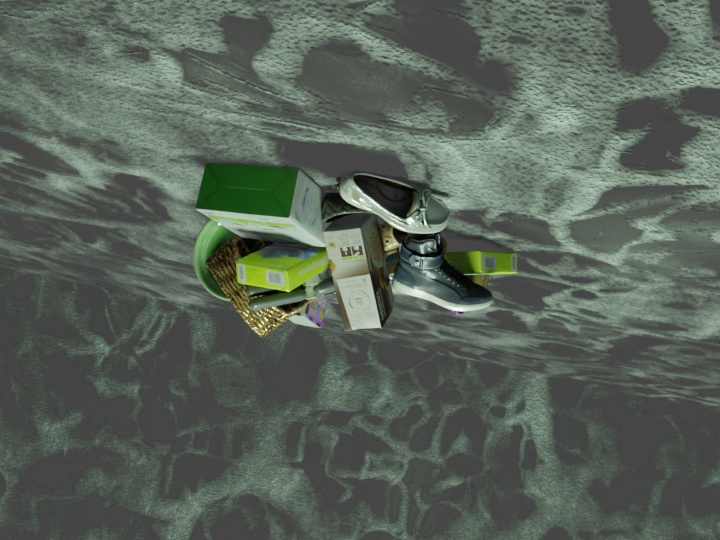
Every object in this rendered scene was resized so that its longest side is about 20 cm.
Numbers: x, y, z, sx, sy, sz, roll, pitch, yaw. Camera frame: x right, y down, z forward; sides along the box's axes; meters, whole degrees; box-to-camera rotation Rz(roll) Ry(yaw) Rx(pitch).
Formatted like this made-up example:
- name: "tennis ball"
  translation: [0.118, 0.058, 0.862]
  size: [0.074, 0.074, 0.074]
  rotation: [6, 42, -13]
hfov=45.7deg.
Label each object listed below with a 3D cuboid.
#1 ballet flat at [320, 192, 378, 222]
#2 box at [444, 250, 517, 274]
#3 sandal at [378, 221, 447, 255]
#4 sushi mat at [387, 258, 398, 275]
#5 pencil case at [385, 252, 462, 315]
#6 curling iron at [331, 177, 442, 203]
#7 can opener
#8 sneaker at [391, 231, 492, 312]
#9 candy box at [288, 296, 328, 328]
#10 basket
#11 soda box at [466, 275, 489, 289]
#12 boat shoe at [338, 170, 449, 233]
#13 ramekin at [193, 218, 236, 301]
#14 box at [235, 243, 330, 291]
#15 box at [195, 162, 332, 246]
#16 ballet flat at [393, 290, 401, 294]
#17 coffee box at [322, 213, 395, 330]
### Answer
- name: "ballet flat"
  translation: [0.020, -0.105, 1.529]
  size: [0.198, 0.058, 0.066]
  rotation: [8, -174, 28]
- name: "box"
  translation: [0.207, -0.015, 1.755]
  size: [0.121, 0.048, 0.199]
  rotation: [1, 178, -42]
- name: "sandal"
  translation: [0.070, -0.073, 1.687]
  size: [0.209, 0.078, 0.070]
  rotation: [5, 136, -2]
- name: "sushi mat"
  translation: [0.016, 0.009, 1.791]
  size: [0.198, 0.012, 0.095]
  rotation: [-15, -165, -27]
- name: "pencil case"
  translation: [0.147, 0.029, 1.890]
  size: [0.198, 0.092, 0.086]
  rotation: [20, 134, 25]
- name: "curling iron"
  translation: [0.047, -0.134, 1.471]
  size: [0.198, 0.026, 0.050]
  rotation: [9, -169, -10]
- name: "can opener"
  translation: [-0.121, 0.031, 1.656]
  size: [0.198, 0.054, 0.067]
  rotation: [-11, 169, -24]
- name: "sneaker"
  translation: [0.166, -0.008, 1.632]
  size: [0.200, 0.147, 0.077]
  rotation: [14, -147, 7]
- name: "candy box"
  translation: [-0.113, 0.014, 1.897]
  size: [0.071, 0.202, 0.168]
  rotation: [10, 169, 11]
- name: "basket"
  translation: [-0.196, 0.012, 1.728]
  size: [0.201, 0.148, 0.143]
  rotation: [54, -175, -1]
- name: "soda box"
  translation: [0.191, 0.020, 1.963]
  size: [0.198, 0.065, 0.068]
  rotation: [6, 168, 26]
- name: "boat shoe"
  translation: [0.062, -0.116, 1.419]
  size: [0.200, 0.075, 0.065]
  rotation: [23, 171, -16]
- name: "ramekin"
  translation: [-0.256, -0.030, 1.871]
  size: [0.198, 0.202, 0.098]
  rotation: [9, 176, 13]
- name: "box"
  translation: [-0.133, -0.019, 1.658]
  size: [0.121, 0.048, 0.200]
  rotation: [8, -158, 29]
- name: "box"
  translation: [-0.172, -0.118, 1.584]
  size: [0.198, 0.098, 0.176]
  rotation: [7, 168, 24]
- name: "ballet flat"
  translation: [0.129, 0.028, 2.113]
  size: [0.198, 0.068, 0.064]
  rotation: [13, 141, -7]
- name: "coffee box"
  translation: [0.000, 0.000, 1.626]
  size: [0.079, 0.202, 0.114]
  rotation: [-6, -162, 20]
